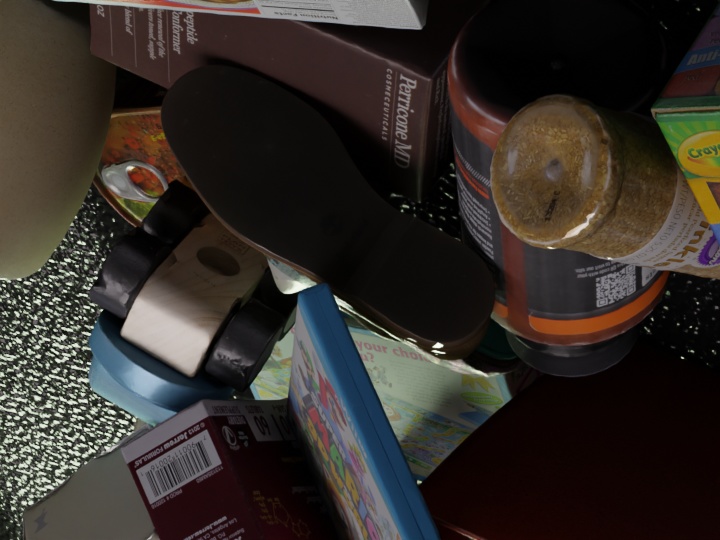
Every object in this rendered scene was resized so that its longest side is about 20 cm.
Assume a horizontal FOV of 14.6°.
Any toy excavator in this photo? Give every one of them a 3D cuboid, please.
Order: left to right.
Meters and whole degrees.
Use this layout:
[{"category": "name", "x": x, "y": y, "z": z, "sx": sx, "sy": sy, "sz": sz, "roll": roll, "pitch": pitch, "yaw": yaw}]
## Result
[{"category": "toy excavator", "x": -0.105, "y": 0.052, "z": 1.588, "sx": 0.100, "sy": 0.195, "sz": 0.200, "roll": 31, "pitch": 120, "yaw": 4}]

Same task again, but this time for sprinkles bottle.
[{"category": "sprinkles bottle", "x": 0.143, "y": -0.032, "z": 1.263, "sx": 0.068, "sy": 0.068, "sz": 0.200, "roll": 1, "pitch": 174, "yaw": 41}]

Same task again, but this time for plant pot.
[{"category": "plant pot", "x": -0.207, "y": -0.113, "z": 1.500, "sx": 0.200, "sy": 0.200, "sz": 0.135, "roll": 40, "pitch": 109, "yaw": -7}, {"category": "plant pot", "x": 0.152, "y": 0.155, "z": 1.498, "sx": 0.200, "sy": 0.176, "sz": 0.200, "roll": 22, "pitch": 145, "yaw": 20}]

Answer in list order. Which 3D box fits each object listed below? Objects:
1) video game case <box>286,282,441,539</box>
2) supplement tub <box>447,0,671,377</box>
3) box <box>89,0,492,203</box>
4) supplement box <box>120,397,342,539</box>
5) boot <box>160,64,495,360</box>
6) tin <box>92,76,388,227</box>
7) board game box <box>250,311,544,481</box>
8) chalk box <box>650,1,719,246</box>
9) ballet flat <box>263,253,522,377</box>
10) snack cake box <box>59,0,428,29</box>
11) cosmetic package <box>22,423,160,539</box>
[{"category": "video game case", "x": -0.001, "y": 0.103, "z": 1.407, "sx": 0.200, "sy": 0.018, "sz": 0.143, "roll": 100, "pitch": 148, "yaw": -70}, {"category": "supplement tub", "x": 0.099, "y": -0.036, "z": 1.366, "sx": 0.107, "sy": 0.107, "sz": 0.200, "roll": 20, "pitch": 144, "yaw": 22}, {"category": "box", "x": -0.038, "y": -0.124, "z": 1.411, "sx": 0.200, "sy": 0.075, "sz": 0.100, "roll": 23, "pitch": 145, "yaw": 15}, {"category": "supplement box", "x": -0.041, "y": 0.168, "z": 1.484, "sx": 0.061, "sy": 0.109, "sz": 0.200, "roll": -30, "pitch": 76, "yaw": 22}, {"category": "boot", "x": -0.019, "y": -0.022, "z": 1.390, "sx": 0.200, "sy": 0.074, "sz": 0.075, "roll": 40, "pitch": 169, "yaw": 12}, {"category": "tin", "x": -0.070, "y": -0.059, "z": 1.554, "sx": 0.200, "sy": 0.042, "sz": 0.112, "roll": 0, "pitch": 129, "yaw": 41}, {"category": "board game box", "x": 0.020, "y": 0.066, "z": 1.635, "sx": 0.200, "sy": 0.034, "sz": 0.135, "roll": 11, "pitch": 141, "yaw": 32}, {"category": "chalk box", "x": 0.217, "y": -0.068, "z": 1.202, "sx": 0.124, "sy": 0.124, "sz": 0.200, "roll": 1, "pitch": 134, "yaw": 42}, {"category": "ballet flat", "x": 0.000, "y": 0.000, "z": 1.484, "sx": 0.200, "sy": 0.069, "sz": 0.071, "roll": 34, "pitch": 145, "yaw": -23}, {"category": "snack cake box", "x": -0.070, "y": -0.168, "z": 1.305, "sx": 0.199, "sy": 0.067, "sz": 0.115, "roll": 6, "pitch": 167, "yaw": 13}, {"category": "cosmetic package", "x": -0.085, "y": 0.188, "z": 1.578, "sx": 0.103, "sy": 0.087, "sz": 0.200, "roll": -36, "pitch": 126, "yaw": 23}]
